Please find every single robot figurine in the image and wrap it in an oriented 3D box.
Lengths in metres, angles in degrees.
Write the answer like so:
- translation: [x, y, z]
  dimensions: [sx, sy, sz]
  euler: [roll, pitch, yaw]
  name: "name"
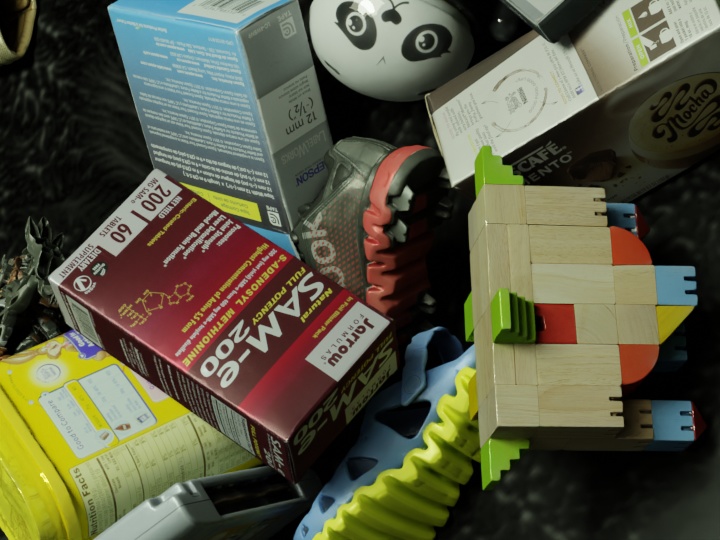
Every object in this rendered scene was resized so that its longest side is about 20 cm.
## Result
- translation: [0.034, -0.218, 1.390]
  dimensions: [0.150, 0.125, 0.200]
  euler: [-1, 68, 44]
  name: "robot figurine"

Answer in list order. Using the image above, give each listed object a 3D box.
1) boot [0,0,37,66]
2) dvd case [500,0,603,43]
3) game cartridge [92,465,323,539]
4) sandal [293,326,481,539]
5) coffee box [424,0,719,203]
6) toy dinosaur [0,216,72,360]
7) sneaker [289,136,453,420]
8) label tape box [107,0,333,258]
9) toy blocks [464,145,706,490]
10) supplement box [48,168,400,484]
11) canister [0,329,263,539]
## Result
- translation: [-0.359, -0.244, 1.744]
  dimensions: [0.155, 0.073, 0.200]
  euler: [-23, 58, 28]
  name: "boot"
- translation: [0.162, -0.239, 1.254]
  dimensions: [0.200, 0.025, 0.150]
  euler: [-42, 32, 4]
  name: "dvd case"
- translation: [-0.116, 0.176, 1.279]
  dimensions: [0.133, 0.200, 0.042]
  euler: [-42, 75, 18]
  name: "game cartridge"
- translation: [0.029, 0.113, 1.276]
  dimensions: [0.200, 0.079, 0.087]
  euler: [-47, 45, -1]
  name: "sandal"
- translation: [0.157, -0.107, 1.251]
  dimensions: [0.200, 0.113, 0.080]
  euler: [-30, 53, 23]
  name: "coffee box"
- translation: [-0.245, 0.046, 1.506]
  dimensions: [0.136, 0.102, 0.200]
  euler: [-42, 49, 21]
  name: "toy dinosaur"
- translation: [0.000, 0.000, 1.304]
  dimensions: [0.098, 0.071, 0.201]
  euler: [27, 123, 32]
  name: "sneaker"
- translation: [-0.091, -0.104, 1.434]
  dimensions: [0.143, 0.200, 0.066]
  euler: [16, 42, 43]
  name: "label tape box"
- translation: [0.139, 0.029, 1.190]
  dimensions: [0.136, 0.100, 0.200]
  euler: [1, 69, -8]
  name: "toy blocks"
- translation: [-0.086, 0.032, 1.254]
  dimensions: [0.200, 0.061, 0.109]
  euler: [32, 66, 22]
  name: "supplement box"
- translation: [-0.153, 0.095, 1.302]
  dimensions: [0.200, 0.087, 0.149]
  euler: [-24, 54, -25]
  name: "canister"
